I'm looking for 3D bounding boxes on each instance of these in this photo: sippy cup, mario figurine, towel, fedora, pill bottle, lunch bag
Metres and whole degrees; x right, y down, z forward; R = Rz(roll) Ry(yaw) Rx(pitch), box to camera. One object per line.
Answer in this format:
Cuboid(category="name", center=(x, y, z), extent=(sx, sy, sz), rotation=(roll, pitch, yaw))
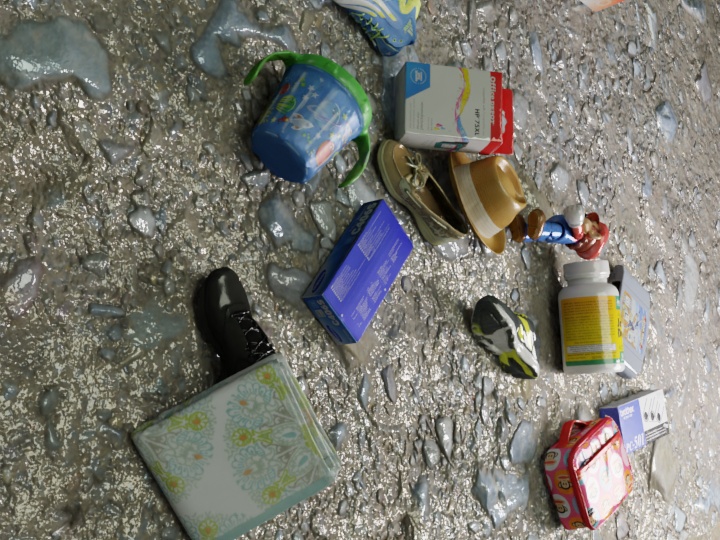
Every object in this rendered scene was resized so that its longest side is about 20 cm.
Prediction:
Cuboid(category="sippy cup", center=(-0.074, -0.191, 1.294), extent=(0.131, 0.176, 0.140), rotation=(-53, 166, -26))
Cuboid(category="mario figurine", center=(0.361, -0.087, 1.751), extent=(0.198, 0.124, 0.107), rotation=(6, 116, -33))
Cuboid(category="towel", center=(-0.139, 0.211, 1.138), extent=(0.198, 0.048, 0.173), rotation=(-28, 105, -6))
Cuboid(category="fedora", center=(0.214, -0.125, 1.584), extent=(0.201, 0.081, 0.202), rotation=(49, 29, -39))
Cuboid(category="pill bottle", center=(0.420, 0.087, 1.795), extent=(0.112, 0.112, 0.203), rotation=(4, 80, -47))
Cuboid(category="lunch bag", center=(0.408, 0.352, 1.769), extent=(0.199, 0.081, 0.179), rotation=(-25, 98, -48))

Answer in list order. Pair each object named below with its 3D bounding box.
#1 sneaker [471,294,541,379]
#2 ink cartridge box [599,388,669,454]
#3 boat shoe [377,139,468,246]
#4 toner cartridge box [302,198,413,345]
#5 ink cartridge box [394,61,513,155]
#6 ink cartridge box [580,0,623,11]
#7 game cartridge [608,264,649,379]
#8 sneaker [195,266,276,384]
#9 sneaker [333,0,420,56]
Cuboid(category="sneaker", center=(0.245, 0.099, 1.641), extent=(0.201, 0.074, 0.085), rotation=(55, 42, -38))
Cuboid(category="ink cartridge box", center=(0.547, 0.300, 1.951), extent=(0.198, 0.044, 0.096), rotation=(-7, 87, -48))
Cuboid(category="boat shoe", center=(0.097, -0.124, 1.510), extent=(0.200, 0.062, 0.074), rotation=(50, 51, -30))
Cuboid(category="toner cartridge box", center=(0.000, 0.000, 1.397), extent=(0.095, 0.043, 0.201), rotation=(54, 48, -26))
Cuboid(category="ink cartridge box", center=(0.155, -0.248, 1.520), extent=(0.197, 0.067, 0.118), rotation=(3, 79, -12))
Cuboid(category="ink cartridge box", center=(0.486, -0.592, 1.944), extent=(0.198, 0.161, 0.051), rotation=(11, 73, -46))
Cuboid(category="game cartridge", center=(0.537, 0.107, 1.979), extent=(0.133, 0.041, 0.202), rotation=(34, 60, -35))
Cuboid(category="sneaker", center=(-0.139, 0.093, 1.194), extent=(0.075, 0.090, 0.203), rotation=(-17, 95, -45))
Cuboid(category="sneaker", center=(0.030, -0.380, 1.470), extent=(0.199, 0.075, 0.107), rotation=(-8, 90, -49))
